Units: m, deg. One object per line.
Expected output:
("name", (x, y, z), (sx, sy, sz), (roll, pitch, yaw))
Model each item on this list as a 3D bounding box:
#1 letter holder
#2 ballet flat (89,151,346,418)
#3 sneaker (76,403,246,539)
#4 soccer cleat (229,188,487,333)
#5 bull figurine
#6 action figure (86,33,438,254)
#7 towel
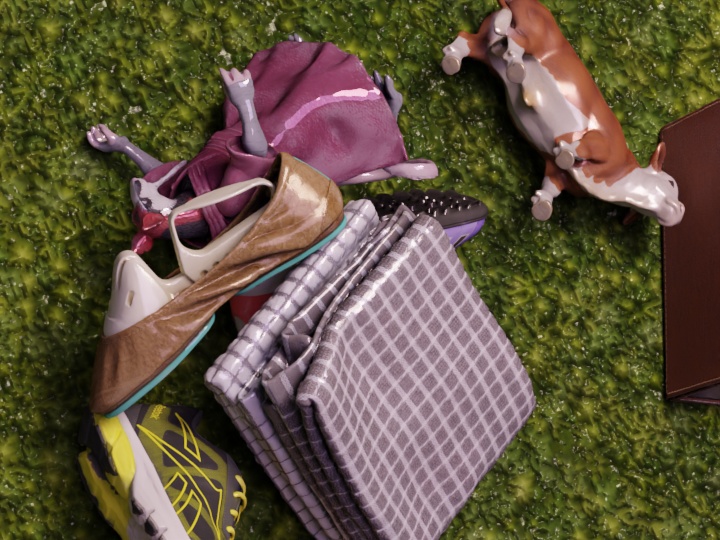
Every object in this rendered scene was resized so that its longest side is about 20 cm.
("letter holder", (0.284, -0.016, 1.596), (0.100, 0.142, 0.200), (7, 74, -22))
("ballet flat", (-0.100, 0.001, 1.395), (0.200, 0.068, 0.072), (-39, 110, -2))
("sneaker", (-0.099, 0.147, 1.388), (0.085, 0.075, 0.200), (-12, 51, -26))
("soccer cleat", (0.000, 0.000, 1.521), (0.200, 0.068, 0.073), (-21, 113, -33))
("bull figurine", (0.138, -0.099, 1.587), (0.200, 0.065, 0.121), (54, 30, 5))
("action figure", (-0.074, -0.063, 1.479), (0.200, 0.134, 0.149), (-45, 112, -30))
("towel", (0.016, 0.076, 1.445), (0.166, 0.086, 0.200), (-50, 133, -23))
